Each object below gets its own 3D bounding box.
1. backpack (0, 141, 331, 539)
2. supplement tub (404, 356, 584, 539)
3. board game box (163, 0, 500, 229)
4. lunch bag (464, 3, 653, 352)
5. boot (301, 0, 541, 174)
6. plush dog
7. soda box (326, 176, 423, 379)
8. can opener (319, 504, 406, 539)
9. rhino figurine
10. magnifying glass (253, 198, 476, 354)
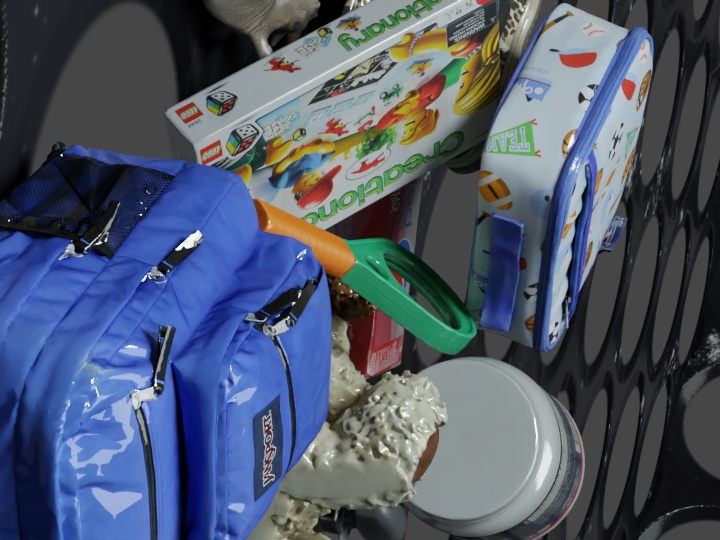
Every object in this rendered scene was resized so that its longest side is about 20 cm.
[{"bbox_3d":[-0.113,0.052,1.030,0.200,0.168,0.163,-49,141,-53],"label":"backpack"},{"bbox_3d":[0.098,0.145,1.869,0.200,0.140,0.141,37,66,-72],"label":"supplement tub"},{"bbox_3d":[-0.011,-0.084,1.311,0.200,0.035,0.126,-30,146,-17],"label":"board game box"},{"bbox_3d":[0.115,-0.048,1.403,0.200,0.075,0.160,90,22,-55],"label":"lunch bag"},{"bbox_3d":[0.033,-0.174,1.425,0.150,0.073,0.200,24,68,-36],"label":"boot"},{"bbox_3d":[-0.051,0.087,1.378,0.172,0.160,0.200,-82,-161,-54],"label":"plush dog"},{"bbox_3d":[-0.004,-0.035,1.509,0.063,0.070,0.200,-23,123,-67],"label":"soda box"},{"bbox_3d":[-0.004,0.130,1.638,0.200,0.067,0.053,79,27,-54],"label":"can opener"},{"bbox_3d":[-0.055,-0.178,1.241,0.087,0.060,0.200,-46,151,-26],"label":"rhino figurine"},{"bbox_3d":[0.000,0.000,1.336,0.022,0.080,0.200,-44,143,15],"label":"magnifying glass"}]
